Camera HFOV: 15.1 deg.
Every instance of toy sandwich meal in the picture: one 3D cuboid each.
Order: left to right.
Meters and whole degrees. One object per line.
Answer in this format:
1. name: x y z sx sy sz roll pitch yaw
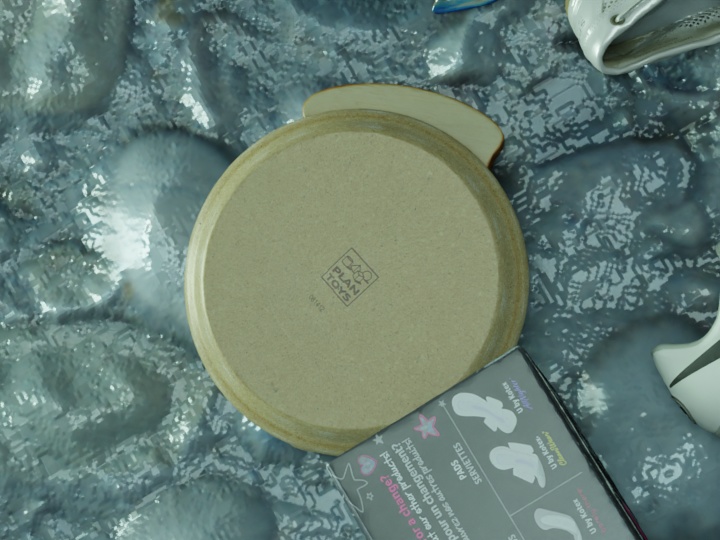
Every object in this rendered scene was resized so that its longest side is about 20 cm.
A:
1. toy sandwich meal: 0.000 0.000 1.455 0.205 0.070 0.205 -1 86 9

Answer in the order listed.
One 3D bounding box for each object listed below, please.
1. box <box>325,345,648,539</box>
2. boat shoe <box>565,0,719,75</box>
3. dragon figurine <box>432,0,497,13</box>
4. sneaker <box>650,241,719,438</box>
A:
1. box: 0.074 0.130 1.349 0.115 0.200 0.132 -32 77 2
2. boat shoe: 0.208 -0.156 1.428 0.200 0.071 0.069 -27 38 12
3. dragon figurine: 0.052 -0.176 1.473 0.200 0.099 0.059 -13 80 27
4. sneaker: 0.234 -0.001 1.408 0.089 0.074 0.200 44 90 11
